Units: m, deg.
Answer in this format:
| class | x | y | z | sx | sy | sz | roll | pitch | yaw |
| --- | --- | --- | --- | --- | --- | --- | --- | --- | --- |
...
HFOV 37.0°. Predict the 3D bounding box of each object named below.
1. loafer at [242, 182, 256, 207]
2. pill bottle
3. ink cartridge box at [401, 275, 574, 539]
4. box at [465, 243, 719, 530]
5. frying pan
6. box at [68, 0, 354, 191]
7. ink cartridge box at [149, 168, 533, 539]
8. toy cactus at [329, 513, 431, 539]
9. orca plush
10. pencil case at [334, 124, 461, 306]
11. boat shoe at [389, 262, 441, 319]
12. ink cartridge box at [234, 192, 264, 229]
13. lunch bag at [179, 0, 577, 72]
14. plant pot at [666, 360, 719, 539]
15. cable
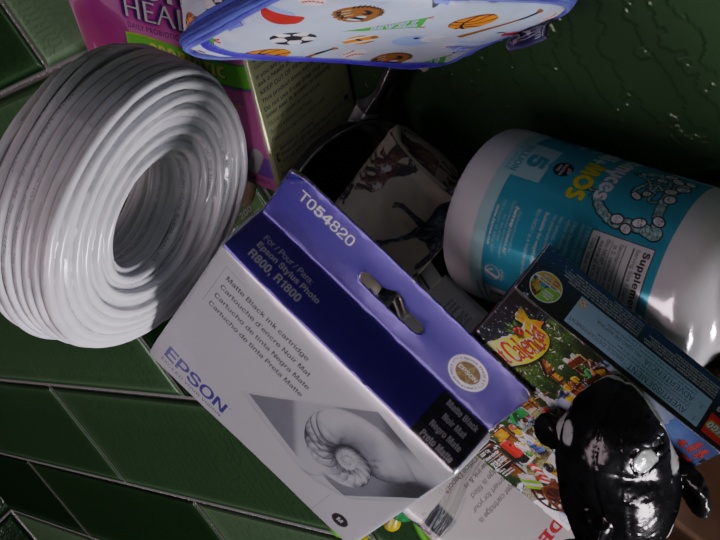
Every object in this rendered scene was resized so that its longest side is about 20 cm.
| class | x | y | z | sx | sy | sz | roll | pitch | yaw |
| --- | --- | --- | --- | --- | --- | --- | --- | --- | --- |
| loafer | -0.169 | -0.113 | 0.905 | 0.200 | 0.067 | 0.076 | 34 | 129 | 33 |
| pill bottle | 0.157 | -0.008 | 0.639 | 0.200 | 0.111 | 0.111 | 23 | 143 | 31 |
| ink cartridge box | 0.083 | 0.127 | 0.791 | 0.200 | 0.145 | 0.084 | 43 | 171 | 5 |
| box | 0.121 | 0.081 | 0.651 | 0.137 | 0.038 | 0.200 | 38 | 152 | 6 |
| frying pan | -0.012 | -0.087 | 0.747 | 0.031 | 0.115 | 0.190 | 45 | 152 | 33 |
| box | -0.112 | -0.181 | 0.763 | 0.176 | 0.097 | 0.200 | 23 | 142 | 32 |
| ink cartridge box | -0.023 | 0.065 | 0.677 | 0.200 | 0.041 | 0.200 | 43 | 136 | 2 |
| toy cactus | 0.034 | 0.205 | 1.031 | 0.200 | 0.102 | 0.165 | -14 | 136 | 39 |
| orca plush | 0.127 | 0.141 | 0.610 | 0.105 | 0.071 | 0.200 | 33 | 152 | 14 |
| pencil case | 0.000 | 0.000 | 0.759 | 0.089 | 0.200 | 0.078 | 38 | -167 | -3 |
| boat shoe | -0.001 | -0.020 | 0.850 | 0.200 | 0.065 | 0.074 | 51 | 148 | -11 |
| ink cartridge box | -0.151 | -0.067 | 0.991 | 0.145 | 0.048 | 0.200 | 7 | 135 | 46 |
| lunch bag | 0.009 | -0.152 | 0.576 | 0.160 | 0.200 | 0.076 | -12 | 84 | 52 |
| plant pot | 0.261 | 0.122 | 0.683 | 0.201 | 0.093 | 0.201 | 28 | 145 | 21 |
| cable | -0.152 | -0.042 | 0.688 | 0.069 | 0.200 | 0.200 | 24 | 146 | 20 |
